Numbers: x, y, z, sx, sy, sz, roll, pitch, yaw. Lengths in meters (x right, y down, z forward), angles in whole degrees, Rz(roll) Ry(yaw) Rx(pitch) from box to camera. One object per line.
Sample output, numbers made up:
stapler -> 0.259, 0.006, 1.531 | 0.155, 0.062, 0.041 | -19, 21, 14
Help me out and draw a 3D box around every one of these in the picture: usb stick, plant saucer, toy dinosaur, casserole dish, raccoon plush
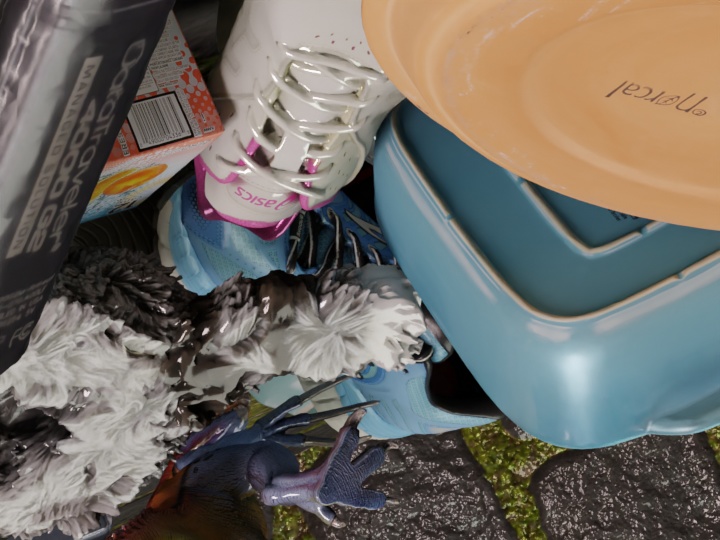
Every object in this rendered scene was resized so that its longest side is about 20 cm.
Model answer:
usb stick -> -0.084, -0.045, 0.670 | 0.055, 0.033, 0.200 | -24, 148, -49
plant saucer -> 0.098, -0.053, 0.630 | 0.200, 0.032, 0.200 | 8, 159, 3
toy dinosaur -> -0.057, 0.079, 0.923 | 0.200, 0.105, 0.181 | 15, 174, -34
casserole dish -> 0.072, -0.023, 0.785 | 0.121, 0.200, 0.039 | -27, 129, -5
raccoon plush -> -0.092, 0.017, 0.850 | 0.200, 0.097, 0.134 | -2, -151, -20

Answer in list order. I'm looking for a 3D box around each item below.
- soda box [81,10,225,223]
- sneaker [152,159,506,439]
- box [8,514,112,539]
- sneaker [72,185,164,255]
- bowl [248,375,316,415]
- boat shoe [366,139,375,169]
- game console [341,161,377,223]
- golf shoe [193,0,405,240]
soda box -> -0.142, -0.034, 0.735 | 0.200, 0.064, 0.068 | -18, 170, -38
sneaker -> 0.000, 0.000, 0.953 | 0.090, 0.078, 0.200 | 4, 154, 38
box -> -0.182, 0.068, 0.992 | 0.107, 0.149, 0.200 | -23, 172, -15
sneaker -> -0.096, -0.009, 1.013 | 0.106, 0.075, 0.200 | -29, 172, 27
bowl -> -0.003, 0.008, 1.321 | 0.201, 0.105, 0.201 | -23, 173, -3
boat shoe -> 0.012, -0.070, 0.945 | 0.070, 0.072, 0.201 | -22, 172, -18
game console -> -0.052, -0.002, 1.124 | 0.200, 0.031, 0.177 | -27, -162, 14
golf shoe -> -0.011, -0.058, 0.779 | 0.075, 0.092, 0.200 | 19, 170, -6
